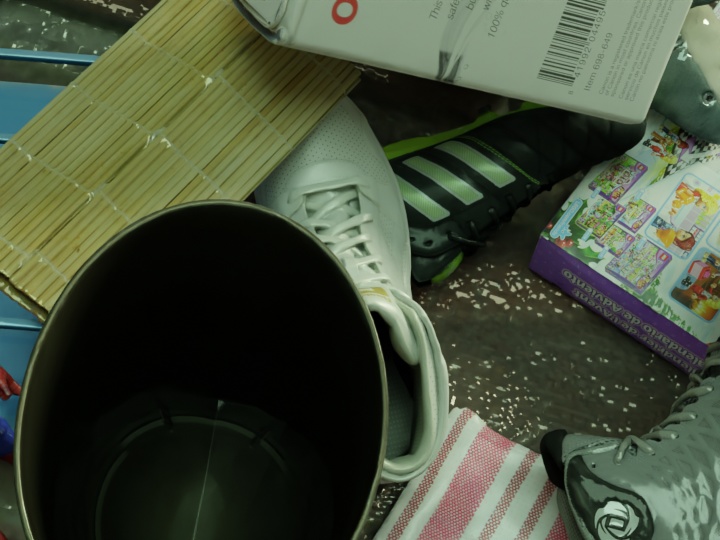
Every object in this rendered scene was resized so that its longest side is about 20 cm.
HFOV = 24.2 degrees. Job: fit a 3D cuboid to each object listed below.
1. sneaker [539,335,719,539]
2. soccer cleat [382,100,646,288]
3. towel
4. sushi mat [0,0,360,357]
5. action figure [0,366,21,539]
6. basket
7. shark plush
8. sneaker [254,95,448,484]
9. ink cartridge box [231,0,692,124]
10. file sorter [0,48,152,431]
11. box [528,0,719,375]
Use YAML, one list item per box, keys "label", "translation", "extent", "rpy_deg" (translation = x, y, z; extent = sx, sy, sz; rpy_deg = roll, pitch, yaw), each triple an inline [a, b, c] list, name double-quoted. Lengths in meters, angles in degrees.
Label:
- label: "sneaker"
  translation: [0.145, 0.070, 0.782]
  extent: [0.115, 0.075, 0.201]
  rpy_deg: [13, 69, 7]
- label: "soccer cleat"
  translation: [0.052, -0.038, 0.863]
  extent: [0.199, 0.068, 0.082]
  rpy_deg: [-13, 79, 3]
- label: "towel"
  translation: [0.097, 0.164, 0.786]
  extent: [0.199, 0.030, 0.147]
  rpy_deg: [28, 62, 8]
- label: "sushi mat"
  translation: [-0.092, -0.056, 0.753]
  extent: [0.096, 0.012, 0.200]
  rpy_deg: [37, 60, 9]
- label: "action figure"
  translation: [-0.179, 0.061, 0.709]
  extent: [0.052, 0.200, 0.065]
  rpy_deg: [28, 69, 36]
- label: "basket"
  translation: [-0.068, 0.095, 0.704]
  extent: [0.135, 0.200, 0.181]
  rpy_deg: [9, 65, -3]
- label: "shark plush"
  translation: [0.112, -0.133, 0.865]
  extent: [0.199, 0.091, 0.084]
  rpy_deg: [17, 90, -18]
- label: "sneaker"
  translation: [0.000, 0.000, 0.773]
  extent: [0.073, 0.116, 0.201]
  rpy_deg: [-13, 87, -9]
- label: "ink cartridge box"
  translation: [0.055, -0.161, 0.761]
  extent: [0.199, 0.146, 0.085]
  rpy_deg: [9, 23, -29]
- label: "file sorter"
  translation: [-0.159, -0.031, 0.807]
  extent: [0.138, 0.123, 0.201]
  rpy_deg: [4, 62, -4]
- label: "box"
  translation: [0.200, -0.041, 0.899]
  extent: [0.137, 0.039, 0.200]
  rpy_deg: [34, 64, 12]
